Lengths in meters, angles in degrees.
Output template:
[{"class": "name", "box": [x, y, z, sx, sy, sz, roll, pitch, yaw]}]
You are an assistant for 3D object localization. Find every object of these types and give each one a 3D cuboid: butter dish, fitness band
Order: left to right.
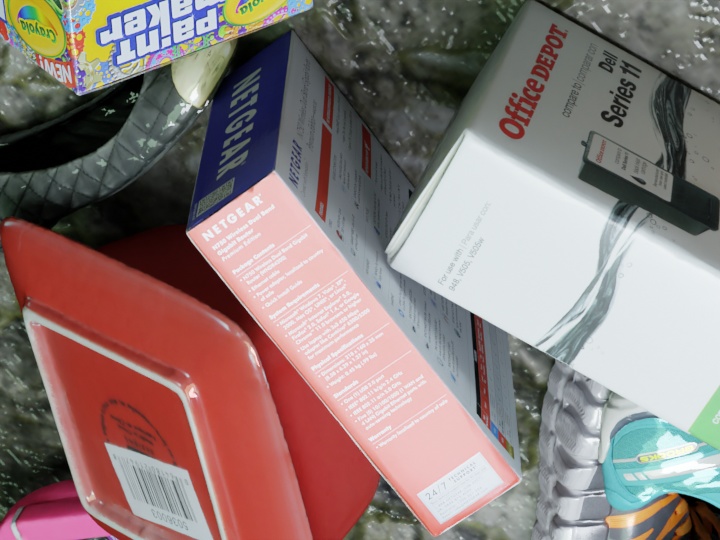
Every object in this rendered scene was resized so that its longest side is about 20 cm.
[{"class": "fitness band", "box": [-0.114, 0.177, 1.419, 0.200, 0.037, 0.144, -7, 121, 26]}, {"class": "butter dish", "box": [-0.058, 0.053, 1.284, 0.200, 0.148, 0.200, 22, 135, 43]}]

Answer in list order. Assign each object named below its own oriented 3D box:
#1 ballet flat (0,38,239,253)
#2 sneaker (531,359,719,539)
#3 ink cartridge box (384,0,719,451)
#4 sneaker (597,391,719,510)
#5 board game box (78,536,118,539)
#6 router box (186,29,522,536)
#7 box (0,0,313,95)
[{"class": "ballet flat", "box": [-0.135, -0.068, 1.273, 0.200, 0.067, 0.057, -31, 116, 34]}, {"class": "sneaker", "box": [0.148, 0.106, 1.298, 0.112, 0.078, 0.201, 3, 111, -10]}, {"class": "ink cartridge box", "box": [0.127, -0.018, 1.167, 0.200, 0.147, 0.083, 29, 124, -2]}, {"class": "sneaker", "box": [0.209, 0.093, 1.234, 0.199, 0.078, 0.080, 10, 100, -3]}, {"class": "board game box", "box": [-0.058, 0.190, 1.448, 0.120, 0.032, 0.200, -31, 109, 38]}, {"class": "router box", "box": [0.000, 0.000, 1.190, 0.049, 0.200, 0.180, -34, 107, 14]}, {"class": "box", "box": [-0.126, -0.211, 1.084, 0.200, 0.122, 0.193, 35, 139, 43]}]
